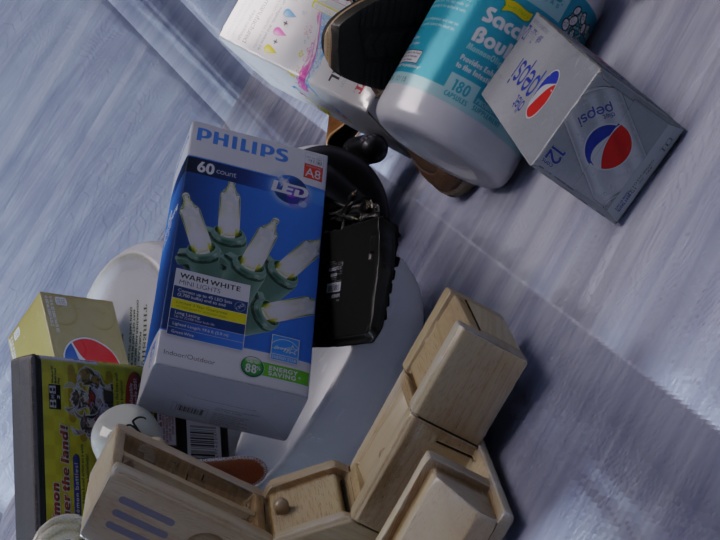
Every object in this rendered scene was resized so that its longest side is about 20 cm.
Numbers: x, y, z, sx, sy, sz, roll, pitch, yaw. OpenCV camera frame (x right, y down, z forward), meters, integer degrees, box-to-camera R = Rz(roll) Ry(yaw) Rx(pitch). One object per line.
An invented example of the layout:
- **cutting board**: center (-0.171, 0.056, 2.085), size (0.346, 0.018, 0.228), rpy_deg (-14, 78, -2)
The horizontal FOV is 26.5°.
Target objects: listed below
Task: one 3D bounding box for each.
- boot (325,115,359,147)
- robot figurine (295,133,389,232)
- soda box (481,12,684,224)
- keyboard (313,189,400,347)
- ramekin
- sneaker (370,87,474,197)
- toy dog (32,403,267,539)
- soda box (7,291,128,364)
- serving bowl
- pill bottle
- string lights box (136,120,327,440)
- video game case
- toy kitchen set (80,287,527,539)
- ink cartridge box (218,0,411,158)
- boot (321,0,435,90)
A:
- **boot**: center (0.005, -0.254, 1.756), size (0.189, 0.068, 0.201), rpy_deg (-54, 14, 20)
- **robot figurine**: center (-0.043, -0.048, 1.355), size (0.200, 0.148, 0.127), rpy_deg (-169, 68, -76)
- **soda box**: center (0.129, -0.097, 0.927), size (0.069, 0.063, 0.200), rpy_deg (-55, 14, 12)
- **keyboard**: center (0.000, 0.000, 1.011), size (0.200, 0.039, 0.106), rpy_deg (171, 106, -73)
- **ramekin**: center (-0.151, 0.068, 1.215), size (0.201, 0.093, 0.205), rpy_deg (-13, 73, 50)
- **sneaker**: center (0.037, -0.137, 1.207), size (0.071, 0.075, 0.201), rpy_deg (-50, 41, 27)
- **toy dog**: center (-0.097, 0.180, 0.957), size (0.096, 0.200, 0.133), rpy_deg (4, 59, 42)
- **soda box**: center (-0.206, 0.117, 1.143), size (0.064, 0.067, 0.202), rpy_deg (-48, 48, 34)
- **serving bowl**: center (-0.013, 0.080, 1.066), size (0.201, 0.065, 0.201), rpy_deg (-55, 14, 21)
- **pill bottle**: center (0.102, -0.169, 1.085), size (0.202, 0.110, 0.111), rpy_deg (-61, 13, -4)
- **string lights box**: center (-0.082, 0.004, 1.018), size (0.059, 0.101, 0.202), rpy_deg (119, 160, -50)
- **video game case**: center (-0.153, 0.163, 1.017), size (0.025, 0.180, 0.203), rpy_deg (-14, 74, 36)
- **toy kitchen set**: center (-0.028, 0.099, 0.818), size (0.202, 0.179, 0.163), rpy_deg (-61, 13, 12)
- **ink cartridge box**: center (0.000, -0.204, 1.378), size (0.130, 0.199, 0.125), rpy_deg (-60, -26, -2)
- **boot**: center (0.010, -0.198, 1.164), size (0.199, 0.137, 0.078), rpy_deg (-19, -55, -44)
